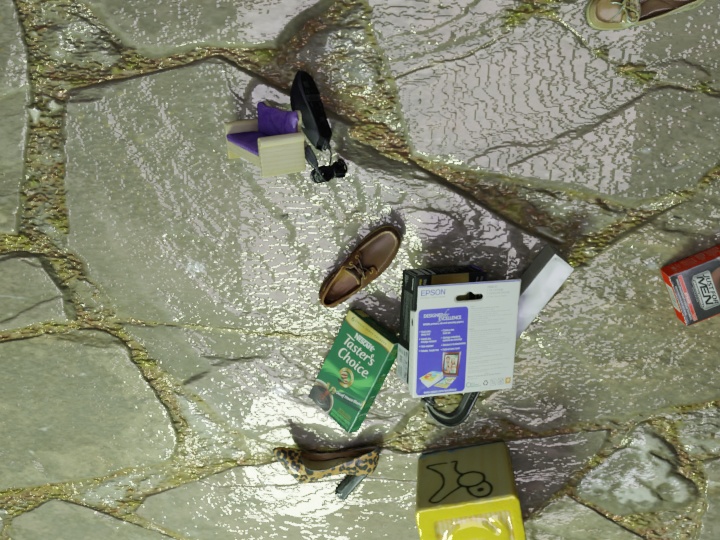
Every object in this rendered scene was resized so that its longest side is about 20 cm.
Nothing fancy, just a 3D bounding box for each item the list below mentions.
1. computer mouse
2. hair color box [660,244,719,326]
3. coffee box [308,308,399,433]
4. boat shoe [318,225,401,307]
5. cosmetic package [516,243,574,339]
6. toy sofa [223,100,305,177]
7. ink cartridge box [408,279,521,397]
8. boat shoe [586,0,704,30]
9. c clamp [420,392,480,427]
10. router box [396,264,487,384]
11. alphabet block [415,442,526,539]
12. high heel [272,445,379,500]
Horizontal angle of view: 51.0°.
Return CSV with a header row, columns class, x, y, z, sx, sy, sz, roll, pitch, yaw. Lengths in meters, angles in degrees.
class,x,y,z,sx,sy,sz,roll,pitch,yaw
computer mouse,-0.093,-0.244,1.324,0.045,0.140,0.204,-17,102,23
hair color box,0.650,0.010,1.341,0.196,0.061,0.103,-24,99,11
coffee box,-0.012,0.190,1.441,0.122,0.044,0.203,36,108,28
boat shoe,-0.001,0.000,1.406,0.200,0.068,0.072,-43,96,14
cosmetic package,0.303,0.053,1.379,0.050,0.083,0.202,35,106,-3
toy sofa,-0.168,-0.229,1.295,0.081,0.199,0.100,-12,113,-24
ink cartridge box,0.180,0.113,1.312,0.193,0.043,0.206,-3,107,-15
boat shoe,0.474,-0.448,1.246,0.195,0.063,0.075,-13,103,10
c clamp,0.169,0.185,1.380,0.168,0.027,0.204,20,94,-35
router box,0.148,0.097,1.386,0.154,0.052,0.206,-5,106,-25
alphabet block,0.211,0.470,1.423,0.190,0.200,0.201,-12,103,9
high heel,-0.065,0.362,1.496,0.198,0.072,0.143,32,112,-19
